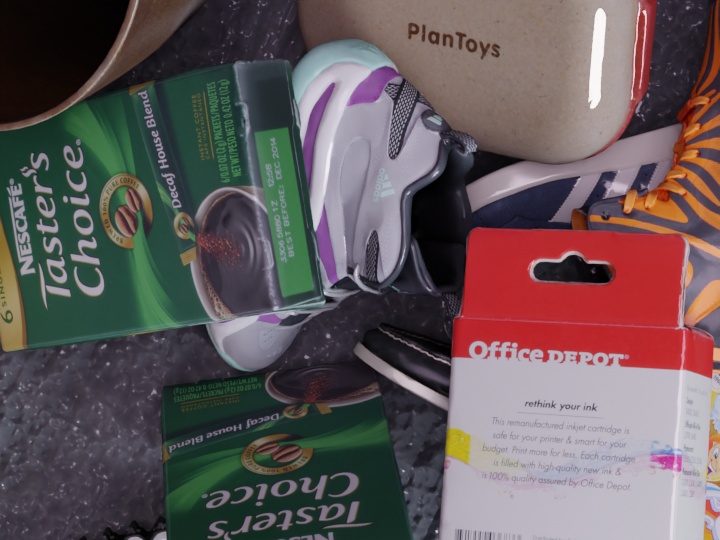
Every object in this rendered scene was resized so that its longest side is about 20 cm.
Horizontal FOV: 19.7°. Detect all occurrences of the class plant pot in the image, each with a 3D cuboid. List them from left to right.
[{"bbox_3d":[-0.135,-0.179,1.024,0.185,0.200,0.189,7,106,25],"label":"plant pot"}]

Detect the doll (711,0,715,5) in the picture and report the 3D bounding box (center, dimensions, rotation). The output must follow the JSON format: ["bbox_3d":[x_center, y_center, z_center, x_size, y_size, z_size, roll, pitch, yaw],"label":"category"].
[{"bbox_3d":[0.246,-0.152,1.119,0.198,0.048,0.138,23,88,-2],"label":"doll"}]

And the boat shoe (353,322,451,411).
[{"bbox_3d":[0.096,0.056,1.095,0.198,0.075,0.067,23,98,-4],"label":"boat shoe"}]

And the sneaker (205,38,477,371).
[{"bbox_3d":[0.000,0.000,1.044,0.140,0.077,0.201,40,129,26],"label":"sneaker"}]

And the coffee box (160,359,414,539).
[{"bbox_3d":[-0.037,0.117,1.035,0.122,0.200,0.044,-8,119,-1],"label":"coffee box"}]

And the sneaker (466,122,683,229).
[{"bbox_3d":[0.132,-0.023,1.100,0.198,0.075,0.085,-15,85,-2],"label":"sneaker"}]

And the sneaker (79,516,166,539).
[{"bbox_3d":[-0.077,0.173,1.096,0.198,0.066,0.092,-9,87,-4],"label":"sneaker"}]

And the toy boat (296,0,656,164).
[{"bbox_3d":[0.068,-0.141,1.082,0.198,0.131,0.132,15,118,24],"label":"toy boat"}]

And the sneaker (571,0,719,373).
[{"bbox_3d":[0.161,-0.049,1.036,0.111,0.078,0.202,0,71,0],"label":"sneaker"}]

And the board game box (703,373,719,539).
[{"bbox_3d":[0.188,0.143,1.021,0.134,0.034,0.201,-33,70,-11],"label":"board game box"}]

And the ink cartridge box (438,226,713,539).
[{"bbox_3d":[0.103,0.085,0.980,0.115,0.067,0.202,3,84,23],"label":"ink cartridge box"}]

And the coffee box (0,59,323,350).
[{"bbox_3d":[-0.112,-0.029,1.045,0.199,0.044,0.124,-7,91,40],"label":"coffee box"}]
